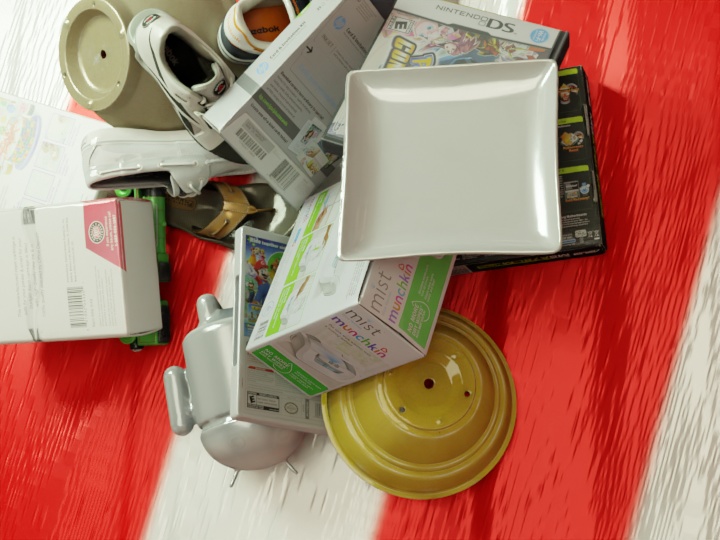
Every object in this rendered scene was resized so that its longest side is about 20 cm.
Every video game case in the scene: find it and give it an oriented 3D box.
[{"bbox_3d":[0.084,-0.173,1.360,0.180,0.026,0.201,18,63,17],"label":"video game case"},{"bbox_3d":[-0.065,0.064,1.440,0.018,0.143,0.201,-28,56,51],"label":"video game case"}]

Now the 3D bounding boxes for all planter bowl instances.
[{"bbox_3d":[-0.236,-0.231,1.515,0.200,0.134,0.201,8,102,40],"label":"planter bowl"},{"bbox_3d":[0.063,0.119,1.391,0.199,0.083,0.201,2,72,-5],"label":"planter bowl"}]

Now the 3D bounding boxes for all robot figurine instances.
[{"bbox_3d":[-0.119,0.120,1.465,0.169,0.113,0.201,-13,75,3],"label":"robot figurine"}]

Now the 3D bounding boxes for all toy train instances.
[{"bbox_3d":[-0.236,-0.012,1.548,0.056,0.042,0.201,-2,88,21],"label":"toy train"}]

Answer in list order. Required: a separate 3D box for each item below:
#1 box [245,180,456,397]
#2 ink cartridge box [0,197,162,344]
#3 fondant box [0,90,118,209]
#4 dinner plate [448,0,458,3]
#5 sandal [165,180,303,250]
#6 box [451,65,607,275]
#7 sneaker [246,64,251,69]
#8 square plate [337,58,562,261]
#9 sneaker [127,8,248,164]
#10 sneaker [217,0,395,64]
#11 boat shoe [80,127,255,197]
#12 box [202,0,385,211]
[{"bbox_3d":[0.000,0.000,1.380,0.176,0.097,0.201,-24,36,44],"label":"box"},{"bbox_3d":[-0.321,0.003,1.513,0.199,0.085,0.146,-4,91,20],"label":"ink cartridge box"},{"bbox_3d":[-0.369,-0.114,1.615,0.199,0.058,0.145,18,86,18],"label":"fondant box"},{"bbox_3d":[0.007,-0.303,1.531,0.199,0.024,0.201,0,77,2],"label":"dinner plate"},{"bbox_3d":[-0.155,-0.071,1.543,0.199,0.055,0.082,16,85,19],"label":"sandal"},{"bbox_3d":[0.146,-0.101,1.464,0.199,0.048,0.194,-9,75,16],"label":"box"},{"bbox_3d":[-0.079,-0.194,1.540,0.086,0.075,0.201,-19,85,-17],"label":"sneaker"},{"bbox_3d":[0.082,-0.098,1.285,0.199,0.028,0.199,-2,65,9],"label":"square plate"},{"bbox_3d":[-0.153,-0.176,1.428,0.074,0.200,0.088,-48,29,-7],"label":"sneaker"},{"bbox_3d":[-0.047,-0.263,1.458,0.199,0.079,0.079,-20,87,-15],"label":"sneaker"},{"bbox_3d":[-0.196,-0.110,1.503,0.199,0.072,0.069,3,69,-17],"label":"boat shoe"},{"bbox_3d":[-0.044,-0.179,1.440,0.200,0.156,0.041,-46,49,0],"label":"box"}]
